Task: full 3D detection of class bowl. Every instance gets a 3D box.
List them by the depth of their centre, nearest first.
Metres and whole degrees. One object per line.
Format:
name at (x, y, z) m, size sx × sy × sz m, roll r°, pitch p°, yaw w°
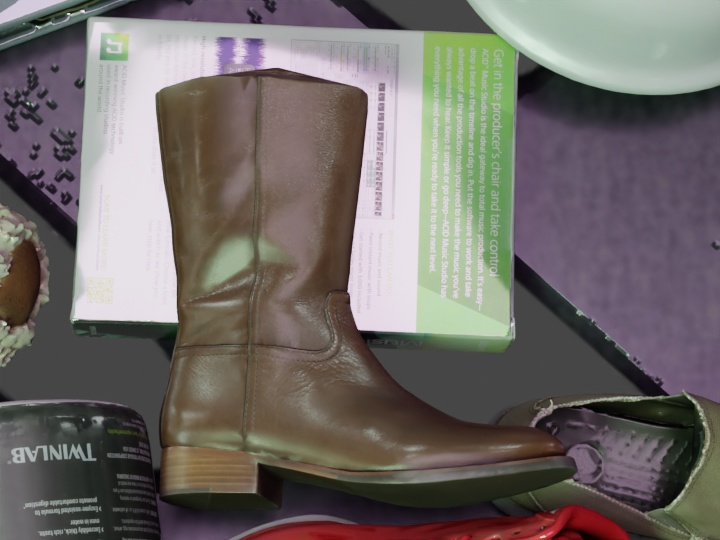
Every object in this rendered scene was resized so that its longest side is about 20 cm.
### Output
bowl at (0.134, -0.188, 1.171) m, size 0.201 × 0.090 × 0.201 m, roll 3°, pitch 68°, yaw -7°

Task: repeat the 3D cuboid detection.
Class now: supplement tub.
supplement tub at (-0.138, 0.161, 1.079) m, size 0.122 × 0.123 × 0.200 m, roll -6°, pitch 78°, yaw -4°

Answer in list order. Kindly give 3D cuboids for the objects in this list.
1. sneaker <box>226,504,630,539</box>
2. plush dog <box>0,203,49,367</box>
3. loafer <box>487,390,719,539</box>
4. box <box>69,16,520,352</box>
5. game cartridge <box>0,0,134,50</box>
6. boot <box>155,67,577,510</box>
sneaker at (0.024, 0.125, 1.067) m, size 0.200 × 0.116 × 0.079 m, roll -10°, pitch 78°, yaw -30°
plush dog at (-0.259, 0.004, 1.101) m, size 0.160 × 0.200 × 0.172 m, roll 16°, pitch 67°, yaw 40°
loafer at (0.152, 0.093, 1.134) m, size 0.200 × 0.070 × 0.075 m, roll 5°, pitch 77°, yaw -2°
box at (-0.028, -0.039, 1.174) m, size 0.200 × 0.036 × 0.145 m, roll 3°, pitch 77°, yaw -1°
game cartridge at (-0.184, -0.166, 1.194) m, size 0.200 × 0.041 × 0.133 m, roll -20°, pitch 83°, yaw -7°
boot at (0.000, 0.000, 1.112) m, size 0.186 × 0.064 × 0.200 m, roll -1°, pitch 74°, yaw 6°
